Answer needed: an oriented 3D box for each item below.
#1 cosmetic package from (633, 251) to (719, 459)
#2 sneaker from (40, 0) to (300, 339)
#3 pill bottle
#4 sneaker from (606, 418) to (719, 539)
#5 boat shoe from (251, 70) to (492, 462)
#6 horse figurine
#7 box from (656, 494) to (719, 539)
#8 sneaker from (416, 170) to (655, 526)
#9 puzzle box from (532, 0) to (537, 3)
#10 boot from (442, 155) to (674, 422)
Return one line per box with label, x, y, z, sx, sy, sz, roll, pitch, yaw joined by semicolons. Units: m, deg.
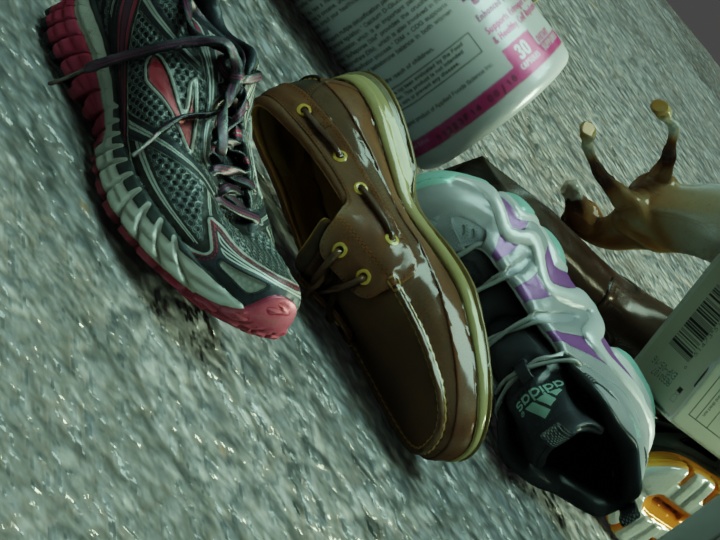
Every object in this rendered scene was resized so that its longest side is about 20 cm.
cosmetic package;0.256;0.082;1.498;0.200;0.104;0.073;37;6;-26
sneaker;-0.069;-0.058;1.113;0.081;0.075;0.201;35;25;-53
pill bottle;0.021;-0.169;1.586;0.200;0.113;0.113;52;14;-7
sneaker;0.197;0.136;1.531;0.200;0.078;0.077;41;14;-41
boat shoe;0.000;-0.001;1.247;0.067;0.072;0.201;-4;62;-34
horse figurine;0.200;-0.039;1.503;0.133;0.199;0.050;78;23;-53
box;0.219;0.223;1.331;0.200;0.106;0.152;51;14;-9
sneaker;0.085;0.045;1.373;0.200;0.078;0.140;46;18;-16
puzzle box;0.067;-0.217;1.673;0.133;0.200;0.025;52;14;-2
boot;0.137;0.014;1.543;0.186;0.064;0.200;18;-20;44
